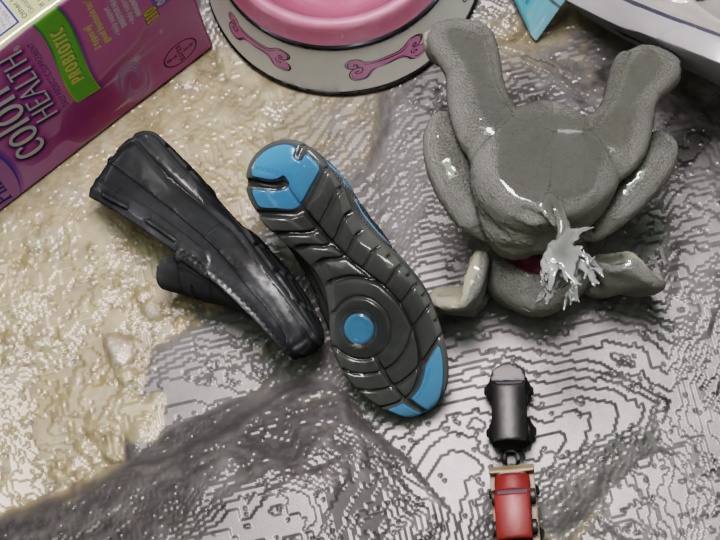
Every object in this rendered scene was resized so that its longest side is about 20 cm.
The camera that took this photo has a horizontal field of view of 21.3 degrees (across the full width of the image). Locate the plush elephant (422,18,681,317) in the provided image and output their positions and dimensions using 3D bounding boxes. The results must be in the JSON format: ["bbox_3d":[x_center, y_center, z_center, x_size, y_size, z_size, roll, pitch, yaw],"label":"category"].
[{"bbox_3d":[0.116,-0.040,1.226,0.164,0.155,0.201,2,63,-4],"label":"plush elephant"}]

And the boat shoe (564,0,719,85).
[{"bbox_3d":[0.211,-0.171,1.253,0.066,0.072,0.200,-59,33,5],"label":"boat shoe"}]

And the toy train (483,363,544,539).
[{"bbox_3d":[0.098,0.155,1.205,0.034,0.046,0.201,-4,71,4],"label":"toy train"}]

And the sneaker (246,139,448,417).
[{"bbox_3d":[0.000,0.000,1.253,0.073,0.082,0.201,-28,92,10],"label":"sneaker"}]

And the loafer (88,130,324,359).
[{"bbox_3d":[-0.102,-0.008,1.272,0.070,0.068,0.201,-45,70,1],"label":"loafer"}]

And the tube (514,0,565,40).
[{"bbox_3d":[0.100,-0.265,1.341,0.050,0.078,0.201,-11,65,-24],"label":"tube"}]

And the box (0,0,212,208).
[{"bbox_3d":[-0.216,-0.160,1.274,0.200,0.176,0.097,-38,71,-8],"label":"box"}]

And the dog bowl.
[{"bbox_3d":[-0.015,-0.228,1.334,0.199,0.074,0.201,-2,70,4],"label":"dog bowl"}]
